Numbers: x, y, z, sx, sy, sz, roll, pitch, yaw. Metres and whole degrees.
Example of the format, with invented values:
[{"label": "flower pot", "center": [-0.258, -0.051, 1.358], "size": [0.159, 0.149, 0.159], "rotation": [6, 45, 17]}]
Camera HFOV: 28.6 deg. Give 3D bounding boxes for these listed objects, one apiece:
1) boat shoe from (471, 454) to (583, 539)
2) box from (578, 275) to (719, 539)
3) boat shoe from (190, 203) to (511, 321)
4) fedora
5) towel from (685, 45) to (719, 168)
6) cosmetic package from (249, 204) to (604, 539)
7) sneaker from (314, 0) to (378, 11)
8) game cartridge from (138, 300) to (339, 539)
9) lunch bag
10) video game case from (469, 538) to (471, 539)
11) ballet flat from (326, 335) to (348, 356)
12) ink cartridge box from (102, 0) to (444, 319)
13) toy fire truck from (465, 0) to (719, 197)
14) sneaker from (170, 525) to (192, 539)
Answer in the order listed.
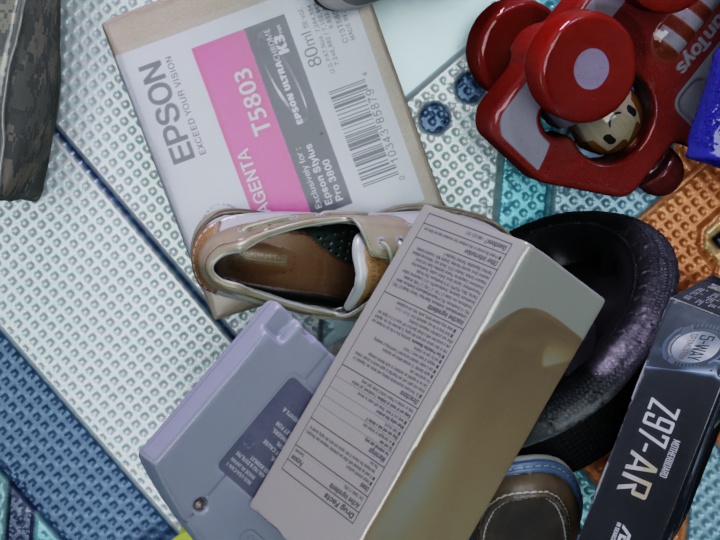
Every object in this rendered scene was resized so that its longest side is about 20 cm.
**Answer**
[{"label": "boat shoe", "center": [0.103, 0.185, 0.851], "size": [0.072, 0.200, 0.073], "rotation": [-8, 50, 3]}, {"label": "box", "center": [0.190, 0.089, 0.846], "size": [0.043, 0.200, 0.161], "rotation": [22, 100, 18]}, {"label": "boat shoe", "center": [0.000, 0.000, 0.835], "size": [0.199, 0.068, 0.075], "rotation": [-1, 102, -8]}, {"label": "fedora", "center": [0.120, 0.056, 0.879], "size": [0.200, 0.201, 0.092], "rotation": [-30, 122, 0]}, {"label": "towel", "center": [0.279, -0.148, 0.880], "size": [0.147, 0.049, 0.201], "rotation": [9, 97, -47]}, {"label": "cosmetic package", "center": [0.035, 0.074, 0.774], "size": [0.071, 0.105, 0.201], "rotation": [33, 87, -34]}, {"label": "sneaker", "center": [0.065, -0.211, 0.838], "size": [0.200, 0.115, 0.075], "rotation": [-32, 101, -34]}, {"label": "game cartridge", "center": [-0.031, 0.128, 0.830], "size": [0.133, 0.041, 0.200], "rotation": [-51, 121, -14]}, {"label": "lunch bag", "center": [-0.236, -0.146, 0.841], "size": [0.117, 0.164, 0.201], "rotation": [10, 93, -5]}, {"label": "video game case", "center": [-0.021, 0.243, 0.904], "size": [0.182, 0.023, 0.201], "rotation": [25, 92, -32]}, {"label": "ballet flat", "center": [0.061, 0.108, 0.918], "size": [0.200, 0.072, 0.072], "rotation": [40, 91, -3]}, {"label": "ink cartridge box", "center": [-0.051, -0.089, 0.897], "size": [0.164, 0.075, 0.201], "rotation": [-21, 95, -2]}, {"label": "toy fire truck", "center": [0.174, -0.133, 0.895], "size": [0.168, 0.112, 0.200], "rotation": [38, 89, -25]}, {"label": "sneaker", "center": [-0.062, 0.184, 0.924], "size": [0.200, 0.076, 0.105], "rotation": [-34, 112, 0]}]
